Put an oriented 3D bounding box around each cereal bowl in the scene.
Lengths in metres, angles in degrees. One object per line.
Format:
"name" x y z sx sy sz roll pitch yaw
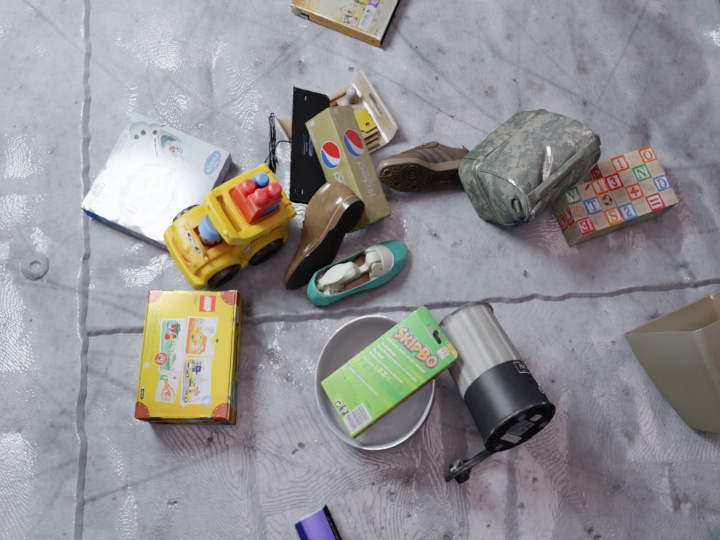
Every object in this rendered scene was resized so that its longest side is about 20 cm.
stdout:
"cereal bowl" 0.029 0.179 0.971 0.194 0.083 0.207 -5 73 15

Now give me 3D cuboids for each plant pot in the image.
"plant pot" 0.577 0.146 0.968 0.195 0.200 0.182 -20 87 -8

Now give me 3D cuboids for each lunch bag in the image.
"lunch bag" 0.286 -0.170 1.039 0.198 0.167 0.141 -38 113 -14

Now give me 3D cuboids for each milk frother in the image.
"milk frother" 0.172 0.195 0.951 0.197 0.181 0.191 -32 51 6

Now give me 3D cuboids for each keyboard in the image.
"keyboard" -0.111 -0.219 1.069 0.124 0.020 0.207 6 80 -29

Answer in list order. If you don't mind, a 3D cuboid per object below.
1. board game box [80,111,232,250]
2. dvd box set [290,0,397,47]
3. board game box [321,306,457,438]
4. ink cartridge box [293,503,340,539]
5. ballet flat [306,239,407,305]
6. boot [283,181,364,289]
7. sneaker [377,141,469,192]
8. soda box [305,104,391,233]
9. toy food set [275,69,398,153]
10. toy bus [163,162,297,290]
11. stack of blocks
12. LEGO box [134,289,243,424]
"board game box" -0.357 -0.154 1.090 0.194 0.044 0.205 22 73 4
"dvd box set" -0.024 -0.546 1.230 0.195 0.029 0.150 21 74 4
"board game box" 0.044 0.150 0.916 0.198 0.030 0.097 -38 68 5
"ink cartridge box" -0.027 0.427 0.843 0.042 0.201 0.202 -25 75 -7
"ballet flat" 0.000 0.000 1.043 0.196 0.071 0.069 -26 77 -10
"boot" -0.075 -0.058 1.037 0.076 0.073 0.202 45 107 26
"sneaker" 0.115 -0.191 1.105 0.194 0.071 0.077 -1 51 -20
"soda box" -0.020 -0.174 1.056 0.067 0.063 0.205 -24 93 -48
"toy food set" -0.046 -0.269 1.129 0.197 0.061 0.146 -30 76 -10
"toy bus" -0.200 -0.081 0.981 0.198 0.192 0.138 -32 87 -29
"stack of blocks" 0.450 -0.134 1.108 0.194 0.059 0.118 -18 74 -8
"LEGO box" -0.270 0.138 0.986 0.144 0.077 0.207 1 73 -2
